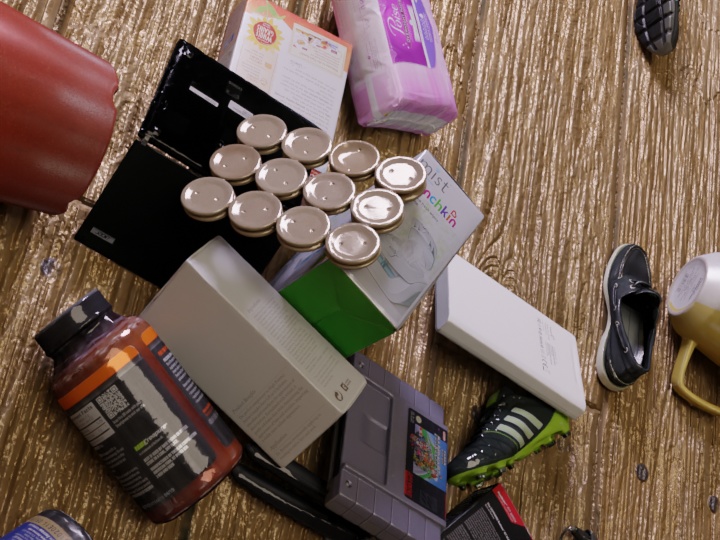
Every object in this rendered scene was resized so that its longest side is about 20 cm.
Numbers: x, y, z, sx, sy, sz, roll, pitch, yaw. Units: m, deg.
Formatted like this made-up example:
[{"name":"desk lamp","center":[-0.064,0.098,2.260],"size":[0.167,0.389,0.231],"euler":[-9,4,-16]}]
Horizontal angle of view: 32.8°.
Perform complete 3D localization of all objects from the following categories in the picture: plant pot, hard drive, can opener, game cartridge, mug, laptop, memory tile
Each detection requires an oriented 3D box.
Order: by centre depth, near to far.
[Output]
[{"name":"plant pot","center":[-0.328,-0.148,1.061],"size":[0.194,0.200,0.204],"euler":[21,61,-35]},{"name":"memory tile","center":[-0.050,-0.075,1.123],"size":[0.198,0.017,0.154],"euler":[18,49,18]},{"name":"can opener","center":[-0.039,0.228,1.192],"size":[0.198,0.079,0.064],"euler":[26,98,-20]},{"name":"laptop","center":[-0.154,-0.088,1.206],"size":[0.176,0.103,0.202],"euler":[30,54,-22]},{"name":"game cartridge","center":[0.031,0.182,1.218],"size":[0.129,0.038,0.201],"euler":[30,34,-17]},{"name":"hard drive","center":[0.167,0.070,1.373],"size":[0.199,0.026,0.133],"euler":[33,32,-19]},{"name":"mug","center":[0.469,0.068,1.541],"size":[0.152,0.149,0.188],"euler":[28,52,-13]}]

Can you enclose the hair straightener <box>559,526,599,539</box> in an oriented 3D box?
[{"name":"hair straightener","center":[0.291,0.359,1.366],"size":[0.200,0.041,0.077],"euler":[44,54,-13]}]

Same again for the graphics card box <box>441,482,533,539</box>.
[{"name":"graphics card box","center":[0.100,0.322,1.246],"size":[0.199,0.051,0.127],"euler":[-31,91,-39]}]

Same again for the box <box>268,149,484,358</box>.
[{"name":"box","center":[0.000,0.000,1.208],"size":[0.097,0.199,0.177],"euler":[46,54,-9]}]

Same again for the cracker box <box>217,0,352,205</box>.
[{"name":"cracker box","center":[-0.092,-0.177,1.303],"size":[0.133,0.058,0.202],"euler":[24,60,-23]}]

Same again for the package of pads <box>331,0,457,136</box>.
[{"name":"package of pads","center":[0.034,-0.259,1.399],"size":[0.120,0.075,0.203],"euler":[2,71,-51]}]

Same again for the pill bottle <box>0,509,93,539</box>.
[{"name":"pill bottle","center":[-0.295,0.284,0.953],"size":[0.199,0.112,0.113],"euler":[-30,90,-38]}]

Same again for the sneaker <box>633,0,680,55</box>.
[{"name":"sneaker","center":[0.432,-0.393,1.732],"size":[0.078,0.075,0.203],"euler":[12,66,-32]}]

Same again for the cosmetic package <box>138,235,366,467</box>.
[{"name":"cosmetic package","center":[-0.103,0.076,1.147],"size":[0.200,0.102,0.074],"euler":[46,31,-2]}]

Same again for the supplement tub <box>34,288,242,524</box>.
[{"name":"supplement tub","center":[-0.200,0.116,1.086],"size":[0.107,0.107,0.201],"euler":[-40,96,-37]}]

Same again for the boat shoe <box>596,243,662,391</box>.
[{"name":"boat shoe","center":[0.338,0.048,1.502],"size":[0.074,0.066,0.201],"euler":[32,57,-19]}]

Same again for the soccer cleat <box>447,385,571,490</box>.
[{"name":"soccer cleat","center":[0.151,0.177,1.333],"size":[0.199,0.067,0.082],"euler":[-19,73,-44]}]
